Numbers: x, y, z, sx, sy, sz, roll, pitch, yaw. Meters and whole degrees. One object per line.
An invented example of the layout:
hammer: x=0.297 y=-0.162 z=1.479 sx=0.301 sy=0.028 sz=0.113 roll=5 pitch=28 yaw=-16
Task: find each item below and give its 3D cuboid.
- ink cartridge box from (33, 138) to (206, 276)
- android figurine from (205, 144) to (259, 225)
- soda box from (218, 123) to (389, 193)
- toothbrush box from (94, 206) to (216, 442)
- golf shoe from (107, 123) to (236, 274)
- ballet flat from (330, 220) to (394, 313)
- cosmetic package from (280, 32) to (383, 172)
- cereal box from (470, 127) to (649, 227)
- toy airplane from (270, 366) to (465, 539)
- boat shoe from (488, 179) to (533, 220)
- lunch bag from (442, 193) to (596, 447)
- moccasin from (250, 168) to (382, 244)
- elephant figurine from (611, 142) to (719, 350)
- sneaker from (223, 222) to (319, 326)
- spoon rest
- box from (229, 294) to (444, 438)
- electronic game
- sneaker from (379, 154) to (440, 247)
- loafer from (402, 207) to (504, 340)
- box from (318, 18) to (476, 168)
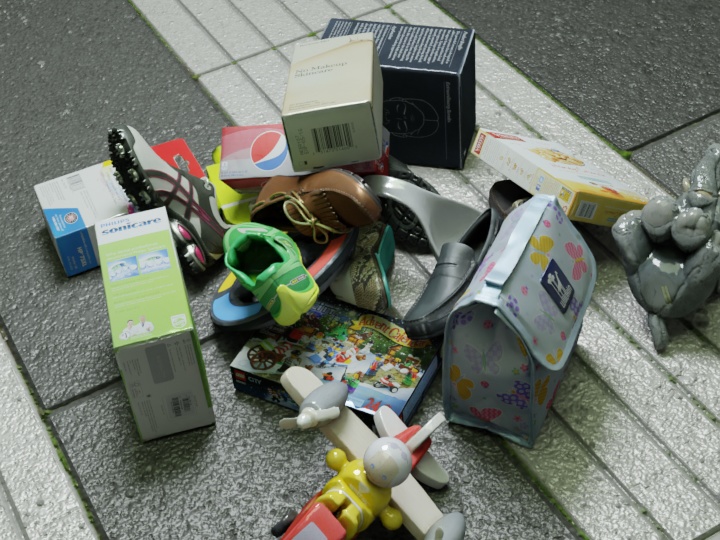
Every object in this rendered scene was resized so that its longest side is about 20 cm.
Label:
ink cartridge box: x=-0.292 y=-0.082 z=1.498 sx=0.198 sy=0.068 sz=0.116 roll=-21 pitch=45 yaw=-15
android figurine: x=-0.123 y=-0.102 z=1.525 sx=0.180 sy=0.041 sz=0.201 roll=-15 pitch=42 yaw=-10
soda box: x=-0.067 y=-0.136 z=1.437 sx=0.197 sy=0.063 sz=0.071 roll=-2 pitch=77 yaw=18
toothbrush box: x=-0.221 y=0.055 z=1.286 sx=0.085 sy=0.147 sz=0.201 roll=-14 pitch=43 yaw=-9
golf shoe: x=-0.224 y=-0.094 z=1.420 sx=0.088 sy=0.201 sz=0.077 roll=-39 pitch=21 yaw=-24
ballet flat: x=0.000 y=0.000 z=1.361 sx=0.074 sy=0.069 sz=0.200 roll=-9 pitch=22 yaw=6
cosmetic package: x=-0.028 y=-0.194 z=1.362 sx=0.102 sy=0.074 sz=0.201 roll=-9 pitch=32 yaw=6
cereal box: x=0.241 y=-0.109 z=1.427 sx=0.143 sy=0.040 sz=0.200 roll=6 pitch=24 yaw=-35
toy airplane: x=0.019 y=0.190 z=1.116 sx=0.198 sy=0.141 sz=0.201 roll=10 pitch=57 yaw=-16
boat shoe: x=0.211 y=-0.053 z=1.411 sx=0.074 sy=0.074 sz=0.201 roll=-18 pitch=44 yaw=-14
lunch bag: x=0.162 y=0.048 z=1.215 sx=0.126 sy=0.202 sz=0.170 roll=15 pitch=45 yaw=21
moccasin: x=-0.053 y=-0.067 z=1.308 sx=0.200 sy=0.074 sz=0.078 roll=9 pitch=53 yaw=46
elephant figurine: x=0.372 y=-0.035 z=1.346 sx=0.142 sy=0.155 sz=0.200 roll=53 pitch=32 yaw=6
sneaker: x=-0.102 y=-0.016 z=1.263 sx=0.074 sy=0.084 sz=0.200 roll=-41 pitch=30 yaw=-5
spoon rest: x=0.084 y=-0.051 z=1.383 sx=0.198 sy=0.061 sz=0.100 roll=27 pitch=59 yaw=-9
box: x=-0.022 y=0.098 z=1.299 sx=0.198 sy=0.038 sz=0.137 roll=16 pitch=47 yaw=21
electronic game: x=-0.087 y=-0.003 z=1.354 sx=0.199 sy=0.042 sz=0.201 roll=-30 pitch=23 yaw=14
sneaker: x=0.047 y=-0.102 z=1.481 sx=0.200 sy=0.076 sz=0.091 roll=43 pitch=20 yaw=19
loafer: x=0.104 y=0.003 z=1.309 sx=0.068 sy=0.071 sz=0.200 roll=-6 pitch=29 yaw=43
box: x=0.046 y=-0.231 z=1.565 sx=0.197 sy=0.150 sz=0.108 roll=8 pitch=44 yaw=13
